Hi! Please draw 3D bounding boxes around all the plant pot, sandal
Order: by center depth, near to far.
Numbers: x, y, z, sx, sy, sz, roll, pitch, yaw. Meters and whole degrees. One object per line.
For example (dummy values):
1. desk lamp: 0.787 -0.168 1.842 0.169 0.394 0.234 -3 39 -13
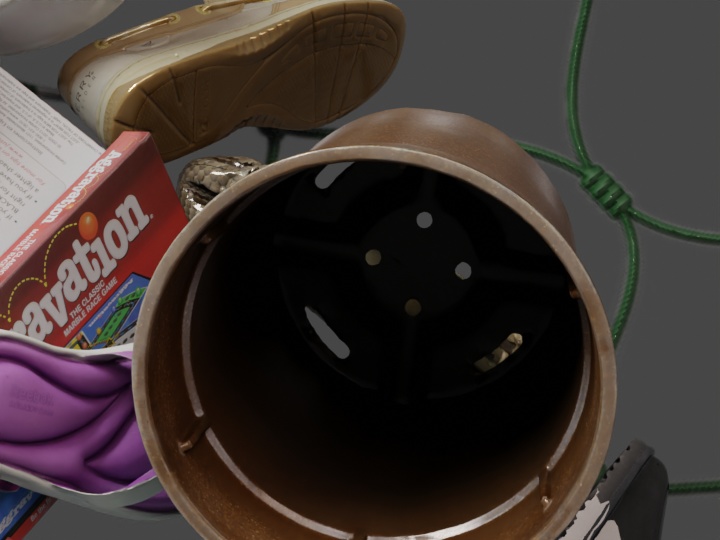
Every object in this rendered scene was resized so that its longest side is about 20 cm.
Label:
1. sandal: -0.104 0.069 1.163 0.202 0.050 0.083 7 85 -47
2. plant pot: 0.017 0.019 1.175 0.200 0.200 0.198 31 18 -2

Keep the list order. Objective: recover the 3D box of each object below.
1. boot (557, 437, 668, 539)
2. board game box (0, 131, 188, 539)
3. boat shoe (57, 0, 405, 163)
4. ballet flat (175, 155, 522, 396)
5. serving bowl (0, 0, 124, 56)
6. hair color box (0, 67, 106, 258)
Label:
1. boot: 0.164 0.194 1.228 0.200 0.066 0.165 35 59 5
2. board game box: -0.136 0.035 1.189 0.200 0.019 0.103 -50 129 -39
3. boat shoe: -0.064 -0.108 1.330 0.200 0.074 0.069 -17 39 -42
4. ballet flat: 0.000 0.000 1.300 0.200 0.046 0.067 31 51 -2
5. serving bowl: -0.185 -0.171 1.228 0.200 0.200 0.066 17 42 -13
6. hair color box: -0.210 -0.008 1.199 0.111 0.064 0.200 39 49 2
